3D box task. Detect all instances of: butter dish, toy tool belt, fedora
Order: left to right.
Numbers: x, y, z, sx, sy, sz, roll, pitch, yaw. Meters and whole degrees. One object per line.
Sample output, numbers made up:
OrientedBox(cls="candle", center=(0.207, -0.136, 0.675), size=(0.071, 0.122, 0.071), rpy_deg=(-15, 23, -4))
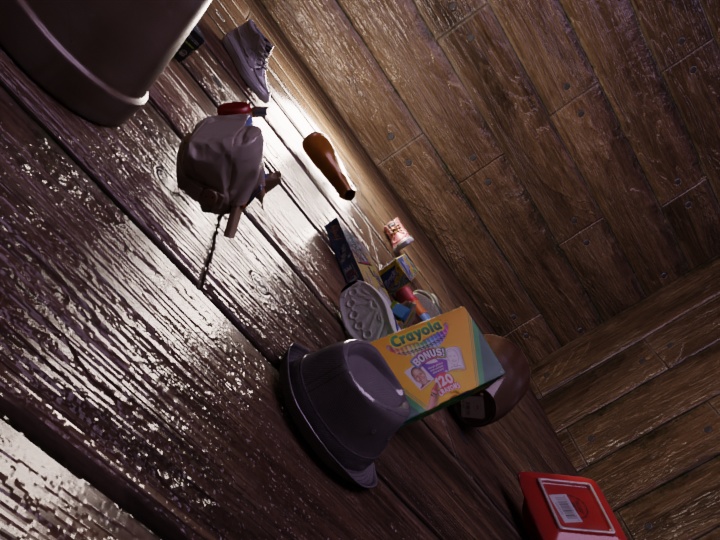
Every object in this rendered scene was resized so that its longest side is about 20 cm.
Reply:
OrientedBox(cls="toy tool belt", center=(-0.164, -0.130, 0.818), size=(0.200, 0.124, 0.123), rpy_deg=(-95, -179, -61))
OrientedBox(cls="fedora", center=(-0.004, 0.144, 0.723), size=(0.200, 0.090, 0.177), rpy_deg=(45, 16, -46))
OrientedBox(cls="butter dish", center=(0.419, 0.537, 1.338), size=(0.199, 0.148, 0.200), rpy_deg=(10, 29, -13))

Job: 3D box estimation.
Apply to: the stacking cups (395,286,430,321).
OrientedBox(cls="stacking cups", center=(0.150, 0.127, 1.533), size=(0.200, 0.060, 0.060), rpy_deg=(58, 11, 16))

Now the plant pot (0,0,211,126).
OrientedBox(cls="plant pot", center=(-0.250, -0.279, 0.649), size=(0.200, 0.173, 0.200), rpy_deg=(52, 12, -16))

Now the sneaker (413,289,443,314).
OrientedBox(cls="sneaker", center=(0.193, 0.131, 1.706), size=(0.090, 0.067, 0.201), rpy_deg=(30, 27, -50))

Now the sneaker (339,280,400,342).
OrientedBox(cls="sneaker", center=(0.041, 0.123, 1.055), size=(0.200, 0.080, 0.147), rpy_deg=(55, -3, 28))

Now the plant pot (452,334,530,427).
OrientedBox(cls="plant pot", center=(0.272, 0.263, 1.432), size=(0.187, 0.187, 0.200), rpy_deg=(57, 25, 1))

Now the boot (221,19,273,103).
OrientedBox(cls="boot", center=(-0.241, -0.494, 1.501), size=(0.200, 0.095, 0.074), rpy_deg=(59, 11, 10))

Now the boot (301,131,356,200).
OrientedBox(cls="boot", center=(-0.070, -0.260, 1.638), size=(0.144, 0.071, 0.201), rpy_deg=(57, 6, 19))

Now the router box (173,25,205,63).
OrientedBox(cls="router box", center=(-0.344, -0.451, 1.021), size=(0.200, 0.062, 0.150), rpy_deg=(61, 10, 21))

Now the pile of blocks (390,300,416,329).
OrientedBox(cls="pile of blocks", center=(0.054, 0.082, 1.188), size=(0.062, 0.082, 0.200), rpy_deg=(28, 2, 13))

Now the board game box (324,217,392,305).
OrientedBox(cls="board game box", center=(0.000, 0.000, 1.300), size=(0.135, 0.035, 0.200), rpy_deg=(45, 16, -46))

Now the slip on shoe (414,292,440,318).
OrientedBox(cls="slip on shoe", center=(0.181, 0.146, 1.625), size=(0.200, 0.074, 0.061), rpy_deg=(52, -24, 8))

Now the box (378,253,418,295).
OrientedBox(cls="box", center=(0.090, 0.009, 1.570), size=(0.064, 0.070, 0.200), rpy_deg=(54, 11, 1))

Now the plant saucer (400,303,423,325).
OrientedBox(cls="plant saucer", center=(0.133, 0.164, 1.400), size=(0.200, 0.032, 0.200), rpy_deg=(50, 15, -19))

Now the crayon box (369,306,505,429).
OrientedBox(cls="crayon box", center=(0.094, 0.141, 0.922), size=(0.119, 0.199, 0.058), rpy_deg=(60, -31, 20))

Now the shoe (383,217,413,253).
OrientedBox(cls="shoe", center=(0.115, -0.114, 2.047), size=(0.091, 0.071, 0.200), rpy_deg=(55, 6, -2))
